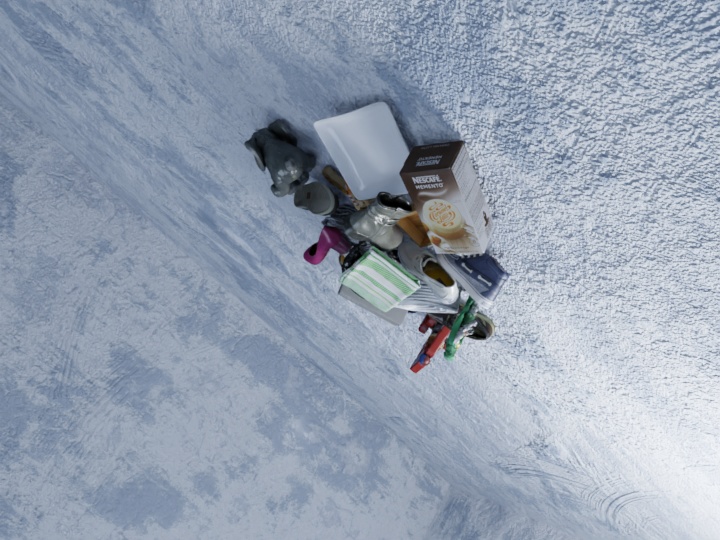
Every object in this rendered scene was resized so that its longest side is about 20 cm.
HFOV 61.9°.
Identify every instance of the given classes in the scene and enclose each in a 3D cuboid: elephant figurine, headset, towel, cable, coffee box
[{"bbox_3d":[-0.211,-0.285,1.427,0.201,0.140,0.156,49,132,8],"label":"elephant figurine"},{"bbox_3d":[0.000,0.000,1.478,0.121,0.094,0.204,29,141,22],"label":"headset"},{"bbox_3d":[0.043,0.027,1.397,0.150,0.024,0.200,34,150,-9],"label":"towel"},{"bbox_3d":[0.156,0.063,1.513,0.194,0.072,0.199,11,169,-24],"label":"cable"},{"bbox_3d":[0.166,-0.132,1.132,0.112,0.081,0.203,1,135,38],"label":"coffee box"},{"bbox_3d":[0.012,-0.081,1.550,0.197,0.086,0.167,18,151,45],"label":"towel"}]

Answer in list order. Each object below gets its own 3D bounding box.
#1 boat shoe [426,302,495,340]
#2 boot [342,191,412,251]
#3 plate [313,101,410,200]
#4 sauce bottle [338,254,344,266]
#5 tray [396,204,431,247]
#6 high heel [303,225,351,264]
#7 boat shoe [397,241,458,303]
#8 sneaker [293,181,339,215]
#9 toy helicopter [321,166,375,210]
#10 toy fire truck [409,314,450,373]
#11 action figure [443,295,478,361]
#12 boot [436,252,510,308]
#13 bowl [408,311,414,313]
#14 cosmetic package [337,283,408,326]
[{"bbox_3d":[0.257,0.127,1.584,0.194,0.076,0.064,19,-162,21],"label":"boat shoe"},{"bbox_3d":[0.065,-0.104,1.298,0.129,0.070,0.197,-28,157,33],"label":"boot"},{"bbox_3d":[0.024,-0.238,1.203,0.196,0.033,0.202,-2,132,42],"label":"plate"},{"bbox_3d":[0.015,-0.029,1.683,0.066,0.067,0.197,46,156,-28],"label":"sauce bottle"},{"bbox_3d":[0.158,-0.109,1.315,0.098,0.037,0.199,43,158,-15],"label":"tray"},{"bbox_3d":[-0.110,-0.074,1.555,0.095,0.069,0.197,38,147,-28],"label":"high heel"},{"bbox_3d":[0.155,-0.011,1.400,0.201,0.070,0.071,51,163,33],"label":"boat shoe"},{"bbox_3d":[-0.080,-0.172,1.468,0.103,0.078,0.199,8,-172,-30],"label":"sneaker"},{"bbox_3d":[-0.026,-0.188,1.396,0.199,0.079,0.133,40,171,30],"label":"toy helicopter"},{"bbox_3d":[0.211,0.207,1.715,0.110,0.170,0.201,33,160,2],"label":"toy fire truck"},{"bbox_3d":[0.249,0.126,1.430,0.054,0.203,0.119,28,160,12],"label":"action figure"},{"bbox_3d":[0.252,-0.011,1.340,0.071,0.092,0.201,17,-156,-42],"label":"boot"},{"bbox_3d":[0.101,0.051,1.746,0.197,0.040,0.202,32,159,14],"label":"bowl"},{"bbox_3d":[0.039,0.071,1.653,0.195,0.093,0.107,25,171,-6],"label":"cosmetic package"}]
